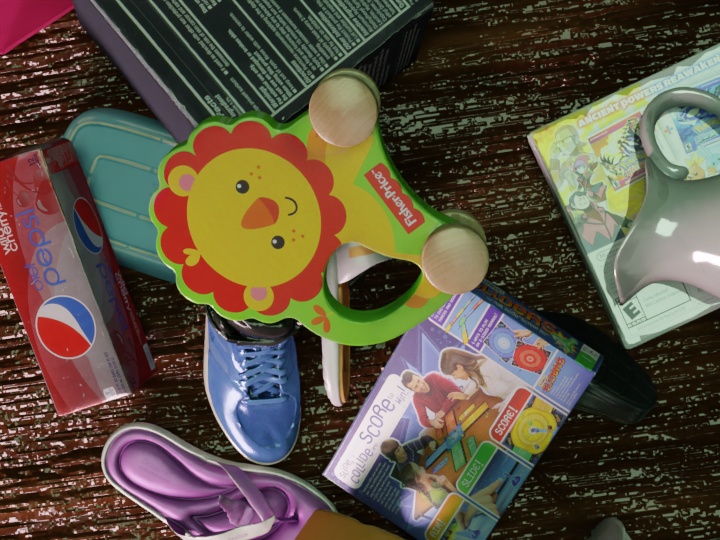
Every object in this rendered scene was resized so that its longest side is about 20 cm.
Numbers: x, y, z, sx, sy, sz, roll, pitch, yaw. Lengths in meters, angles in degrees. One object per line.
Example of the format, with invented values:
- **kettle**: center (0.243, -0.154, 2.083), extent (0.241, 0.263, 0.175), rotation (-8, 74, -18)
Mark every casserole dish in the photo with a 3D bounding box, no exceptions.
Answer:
- **casserole dish**: center (-0.168, -0.060, 1.103), extent (0.198, 0.039, 0.122), rotation (18, 89, 5)

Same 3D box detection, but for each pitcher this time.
- **pitcher**: center (0.291, -0.048, 0.982), extent (0.198, 0.121, 0.174), rotation (6, 75, 16)

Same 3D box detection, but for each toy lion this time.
- **toy lion**: center (-0.037, -0.030, 0.945), extent (0.191, 0.069, 0.201), rotation (-37, 100, 11)

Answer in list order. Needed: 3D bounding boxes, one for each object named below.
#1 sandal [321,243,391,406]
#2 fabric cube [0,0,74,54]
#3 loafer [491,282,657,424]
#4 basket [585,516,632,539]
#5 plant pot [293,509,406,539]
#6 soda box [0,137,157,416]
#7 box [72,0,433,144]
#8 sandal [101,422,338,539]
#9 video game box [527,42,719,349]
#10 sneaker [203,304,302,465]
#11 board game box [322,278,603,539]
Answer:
- **sandal**: center (0.001, 0.000, 1.068), extent (0.058, 0.079, 0.209), rotation (-1, 95, 4)
- **fabric cube**: center (-0.273, -0.315, 1.048), extent (0.199, 0.199, 0.197), rotation (-32, 83, 3)
- **loafer**: center (0.129, 0.070, 1.058), extent (0.199, 0.073, 0.073), rotation (27, 124, 12)
- **basket**: center (0.182, 0.308, 0.966), extent (0.160, 0.200, 0.199), rotation (-38, 84, 4)
- **plant pot**: center (-0.012, 0.284, 1.000), extent (0.198, 0.200, 0.185), rotation (22, 74, 6)
- **soda box**: center (-0.229, 0.004, 1.064), extent (0.069, 0.063, 0.202), rotation (-16, 99, 15)
- **box**: center (-0.086, -0.195, 1.044), extent (0.198, 0.123, 0.200), rotation (-39, 83, -12)
- **sandal**: center (-0.114, 0.184, 1.075), extent (0.201, 0.050, 0.083), rotation (20, 91, 5)
- **video game box**: center (0.254, -0.063, 1.058), extent (0.198, 0.047, 0.184), rotation (-24, 88, 3)
- **sneaker**: center (-0.079, 0.058, 1.033), extent (0.076, 0.111, 0.202), rotation (-6, 98, -11)
- **board game box**: center (0.073, 0.110, 1.028), extent (0.135, 0.034, 0.201), rotation (33, 115, 8)
